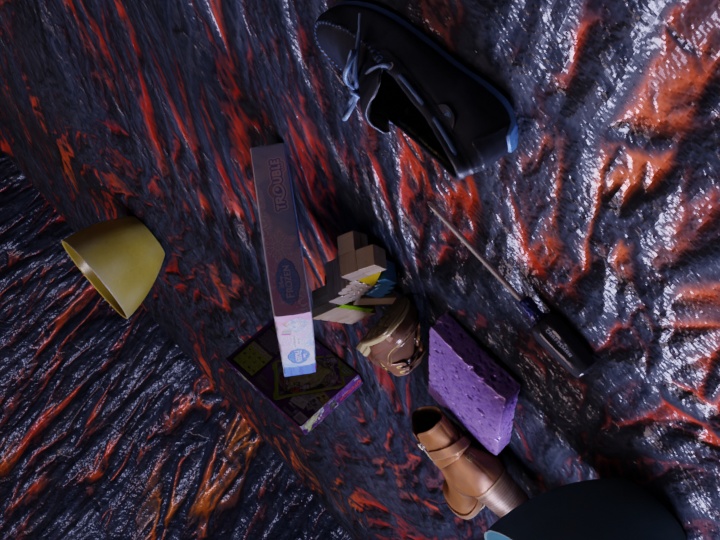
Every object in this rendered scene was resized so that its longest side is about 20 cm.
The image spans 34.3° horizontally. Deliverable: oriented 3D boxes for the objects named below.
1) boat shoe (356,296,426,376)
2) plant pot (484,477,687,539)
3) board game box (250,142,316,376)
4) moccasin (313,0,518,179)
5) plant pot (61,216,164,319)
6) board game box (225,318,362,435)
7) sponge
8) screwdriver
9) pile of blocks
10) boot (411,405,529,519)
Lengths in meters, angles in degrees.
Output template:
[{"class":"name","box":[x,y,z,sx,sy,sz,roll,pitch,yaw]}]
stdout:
[{"class":"boat shoe","box":[0.044,0.079,1.314,0.068,0.072,0.200,42,170,3]},{"class":"plant pot","box":[0.237,0.280,1.132,0.200,0.135,0.200,44,164,16]},{"class":"board game box","box":[-0.085,-0.007,1.314,0.199,0.043,0.201,89,172,-68]},{"class":"moccasin","box":[0.025,-0.136,0.851,0.200,0.068,0.081,37,160,37]},{"class":"plant pot","box":[-0.475,-0.026,2.323,0.200,0.142,0.200,44,164,16]},{"class":"board game box","box":[-0.104,0.154,1.783,0.200,0.120,0.032,36,164,40]},{"class":"sponge","box":[0.122,0.129,1.285,0.112,0.030,0.200,44,163,20]},{"class":"screwdriver","box":[0.129,0.012,0.998,0.200,0.028,0.029,50,134,-1]},{"class":"pile of blocks","box":[0.000,0.000,1.283,0.200,0.082,0.063,126,142,-66]},{"class":"boot","box":[0.110,0.234,1.434,0.155,0.077,0.200,45,171,-9]}]
